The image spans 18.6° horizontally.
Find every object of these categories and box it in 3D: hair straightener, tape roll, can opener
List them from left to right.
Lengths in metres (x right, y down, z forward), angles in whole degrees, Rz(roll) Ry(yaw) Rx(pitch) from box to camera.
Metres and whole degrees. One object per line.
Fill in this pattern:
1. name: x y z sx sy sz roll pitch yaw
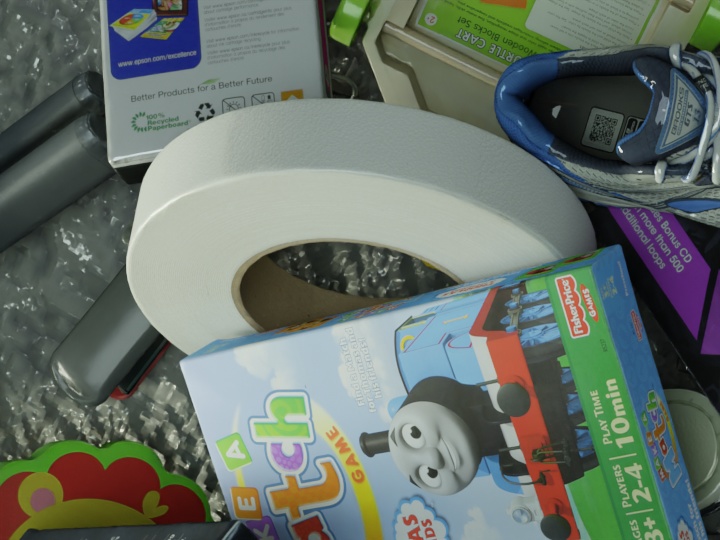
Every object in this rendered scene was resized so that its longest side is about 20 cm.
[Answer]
1. can opener: -0.118 -0.057 1.011 0.199 0.053 0.066 -29 133 22
2. hair straightener: -0.073 -0.015 0.996 0.041 0.077 0.200 47 106 9
3. tape roll: 0.000 0.000 0.928 0.201 0.203 0.037 -2 58 15

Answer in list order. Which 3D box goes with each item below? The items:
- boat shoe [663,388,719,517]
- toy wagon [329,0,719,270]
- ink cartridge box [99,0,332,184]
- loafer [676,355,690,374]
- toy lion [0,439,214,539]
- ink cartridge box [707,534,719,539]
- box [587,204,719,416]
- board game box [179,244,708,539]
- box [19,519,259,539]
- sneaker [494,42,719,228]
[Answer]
1. boat shoe: 0.085 0.094 0.973 0.198 0.066 0.075 -20 70 30
2. toy wagon: 0.065 -0.094 0.957 0.154 0.040 0.201 26 114 1
3. ink cartridge box: -0.066 -0.141 0.951 0.094 0.037 0.202 -7 75 8
4. loafer: 0.227 0.059 0.927 0.199 0.073 0.073 33 94 19
5. toy lion: -0.159 0.159 1.008 0.199 0.069 0.193 29 78 -14
6. ink cartridge box: 0.126 0.198 0.967 0.198 0.084 0.148 -7 95 17
7. box: 0.205 -0.028 0.878 0.200 0.036 0.143 -41 63 17
8. board game box: 0.034 0.085 0.898 0.199 0.037 0.153 -14 98 32
9. box: -0.065 0.212 0.899 0.200 0.124 0.196 48 150 -19
10. sneaker: 0.139 -0.049 0.852 0.198 0.085 0.078 7 83 30
